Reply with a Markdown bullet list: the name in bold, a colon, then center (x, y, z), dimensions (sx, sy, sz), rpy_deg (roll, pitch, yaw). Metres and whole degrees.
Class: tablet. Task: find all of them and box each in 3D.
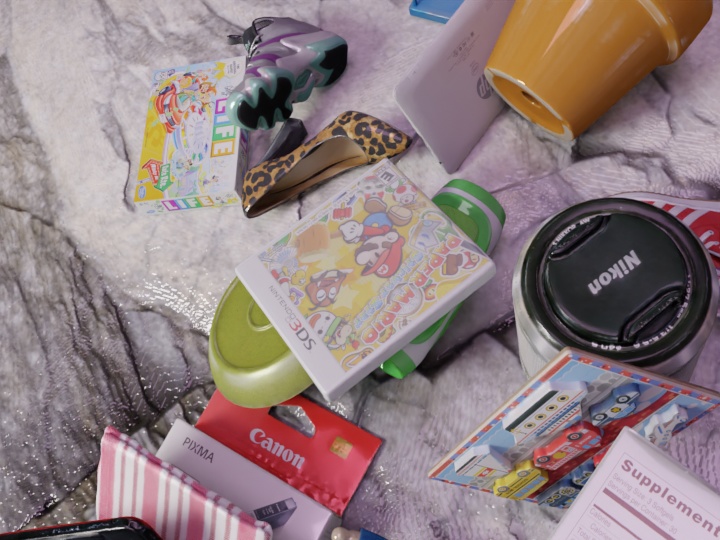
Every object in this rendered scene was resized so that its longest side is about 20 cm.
- **tablet**: center (0.127, -0.223, 0.894), dimensions (0.201, 0.130, 0.014), rpy_deg (-52, 36, -12)

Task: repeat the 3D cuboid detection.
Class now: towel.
- **towel**: center (-0.168, 0.245, 0.740), dimensions (0.197, 0.149, 0.030), rpy_deg (25, 30, 20)

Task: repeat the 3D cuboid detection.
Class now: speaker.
- **speaker**: center (0.069, 0.007, 0.817), dimensions (0.088, 0.089, 0.202), rpy_deg (28, 74, 25)

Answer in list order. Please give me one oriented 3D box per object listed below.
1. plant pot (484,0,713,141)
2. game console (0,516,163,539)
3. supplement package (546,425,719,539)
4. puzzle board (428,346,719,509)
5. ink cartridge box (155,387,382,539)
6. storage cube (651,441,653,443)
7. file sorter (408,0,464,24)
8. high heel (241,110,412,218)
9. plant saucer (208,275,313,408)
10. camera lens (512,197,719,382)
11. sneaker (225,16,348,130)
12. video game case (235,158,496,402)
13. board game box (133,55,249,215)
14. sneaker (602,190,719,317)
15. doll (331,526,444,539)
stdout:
- **plant pot**: center (0.234, -0.251, 0.850), dimensions (0.200, 0.200, 0.184), rpy_deg (40, 94, 27)
- **game console**: center (-0.243, 0.324, 0.704), dimensions (0.197, 0.174, 0.120), rpy_deg (-15, 34, 24)
- **supplement package**: center (0.151, 0.219, 0.479), dimensions (0.117, 0.117, 0.201), rpy_deg (34, 79, 26)
- **puzzle board**: center (0.165, 0.138, 0.637), dimensions (0.148, 0.201, 0.018), rpy_deg (16, 45, -21)
- **ink cartridge box**: center (-0.104, 0.199, 0.791), dimensions (0.197, 0.045, 0.178), rpy_deg (23, 73, 23)
- **storage cube**: center (0.226, 0.270, 0.598), dimensions (0.200, 0.172, 0.180), rpy_deg (-42, 62, -8)
- **file sorter**: center (0.154, -0.417, 0.979), dimensions (0.137, 0.123, 0.202), rpy_deg (22, 71, 22)
- **high heel**: center (-0.043, -0.109, 0.904), dimensions (0.197, 0.072, 0.144), rpy_deg (8, 59, 36)
- **plant saucer**: center (-0.089, 0.044, 0.830), dimensions (0.197, 0.031, 0.203), rpy_deg (-22, 47, 25)
- **camera lens**: center (0.215, 0.046, 0.693), dimensions (0.157, 0.201, 0.163), rpy_deg (-6, 62, 11)
- **sneaker**: center (-0.124, -0.253, 0.975), dimensions (0.139, 0.079, 0.199), rpy_deg (34, 49, 21)
- **video game case**: center (0.000, 0.000, 0.771), dimensions (0.199, 0.023, 0.182), rpy_deg (-36, 55, -9)
- **board game box**: center (-0.207, -0.172, 1.004), dimensions (0.132, 0.034, 0.204), rpy_deg (-6, 63, 11)
- **sneaker**: center (0.298, -0.016, 0.756), dimensions (0.196, 0.072, 0.113), rpy_deg (1, 38, 13)
- **doll**: center (0.000, 0.291, 0.699), dimensions (0.197, 0.048, 0.139), rpy_deg (-21, 91, -9)
